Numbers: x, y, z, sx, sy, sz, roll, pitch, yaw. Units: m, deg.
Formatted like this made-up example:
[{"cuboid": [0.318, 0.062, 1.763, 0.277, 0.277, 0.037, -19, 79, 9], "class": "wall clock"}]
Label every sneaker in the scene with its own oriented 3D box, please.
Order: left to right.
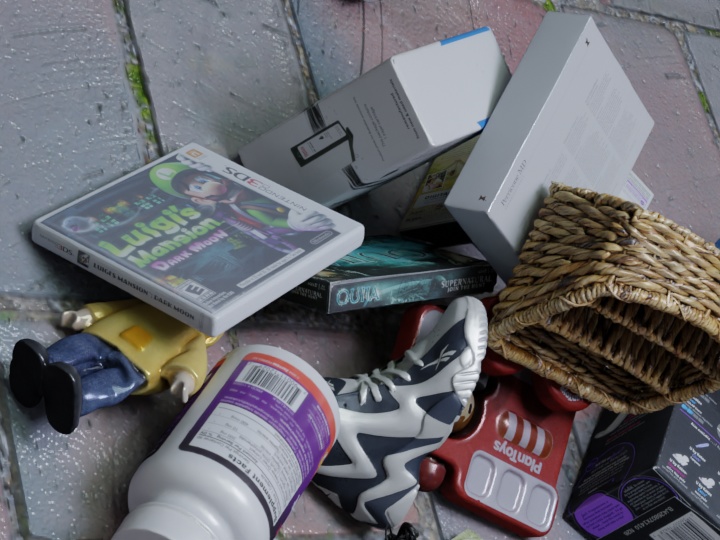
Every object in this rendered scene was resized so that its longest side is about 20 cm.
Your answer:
[{"cuboid": [0.010, 0.094, 1.511, 0.129, 0.200, 0.080, 25, 11, -12], "class": "sneaker"}]

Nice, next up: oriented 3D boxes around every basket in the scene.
[{"cuboid": [0.225, 0.040, 1.536, 0.200, 0.142, 0.150, 29, 85, -37], "class": "basket"}]

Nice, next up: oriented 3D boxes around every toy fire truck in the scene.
[{"cuboid": [0.105, 0.121, 1.617, 0.199, 0.112, 0.169, 28, 68, -32], "class": "toy fire truck"}]

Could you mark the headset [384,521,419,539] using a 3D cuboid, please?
[{"cuboid": [-0.006, 0.280, 1.428, 0.123, 0.094, 0.201, 30, 66, -6], "class": "headset"}]

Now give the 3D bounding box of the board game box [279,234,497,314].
[{"cuboid": [0.000, 0.000, 1.584, 0.199, 0.135, 0.028, -7, 106, -45], "class": "board game box"}]

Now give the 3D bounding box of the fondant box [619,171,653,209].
[{"cuboid": [0.193, -0.060, 1.849, 0.144, 0.058, 0.200, 46, 41, -9], "class": "fondant box"}]

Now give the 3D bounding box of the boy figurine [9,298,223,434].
[{"cuboid": [-0.162, 0.057, 1.421, 0.124, 0.065, 0.200, 33, 39, 29], "class": "boy figurine"}]

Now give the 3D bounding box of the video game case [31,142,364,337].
[{"cuboid": [-0.124, -0.030, 1.489, 0.181, 0.023, 0.200, 26, 35, 25], "class": "video game case"}]

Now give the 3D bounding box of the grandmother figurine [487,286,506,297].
[{"cuboid": [0.189, 0.004, 1.694, 0.122, 0.200, 0.061, 53, 42, -1], "class": "grandmother figurine"}]

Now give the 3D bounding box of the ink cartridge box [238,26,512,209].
[{"cuboid": [0.017, -0.120, 1.618, 0.146, 0.200, 0.085, -26, 89, -48], "class": "ink cartridge box"}]

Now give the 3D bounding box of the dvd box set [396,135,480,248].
[{"cuboid": [0.129, -0.096, 1.752, 0.029, 0.146, 0.200, 62, 35, -28], "class": "dvd box set"}]

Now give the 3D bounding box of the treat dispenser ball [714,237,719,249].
[{"cuboid": [0.428, 0.040, 1.888, 0.200, 0.201, 0.202, 23, 50, -30], "class": "treat dispenser ball"}]

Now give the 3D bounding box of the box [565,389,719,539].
[{"cuboid": [0.284, 0.165, 1.732, 0.106, 0.122, 0.200, 41, 43, -13], "class": "box"}]

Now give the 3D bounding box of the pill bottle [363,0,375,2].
[{"cuboid": [-0.015, -0.362, 1.825, 0.104, 0.104, 0.201, -21, 79, -47], "class": "pill bottle"}]

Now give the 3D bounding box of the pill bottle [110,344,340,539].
[{"cuboid": [-0.102, 0.155, 1.395, 0.111, 0.111, 0.200, 45, 43, -9], "class": "pill bottle"}]

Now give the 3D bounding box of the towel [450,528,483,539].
[{"cuboid": [0.104, 0.316, 1.531, 0.148, 0.036, 0.201, -30, 85, -47], "class": "towel"}]

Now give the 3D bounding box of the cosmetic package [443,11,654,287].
[{"cuboid": [0.162, -0.092, 1.597, 0.201, 0.051, 0.151, -61, 140, -19], "class": "cosmetic package"}]
